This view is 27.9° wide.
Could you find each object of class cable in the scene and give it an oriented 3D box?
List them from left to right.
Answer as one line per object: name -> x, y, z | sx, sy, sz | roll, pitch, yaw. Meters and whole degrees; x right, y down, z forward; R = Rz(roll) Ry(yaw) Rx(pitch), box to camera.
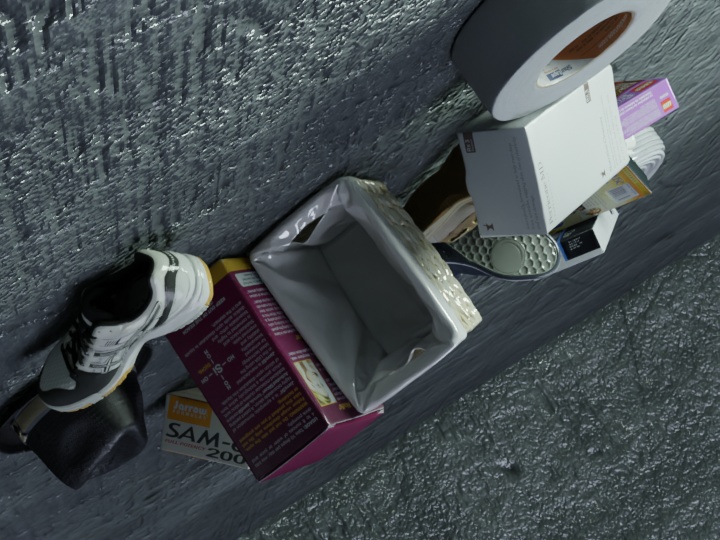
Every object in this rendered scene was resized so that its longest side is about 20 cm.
cable -> 0.321, -0.127, 1.975 | 0.200, 0.069, 0.200 | -28, 166, -27

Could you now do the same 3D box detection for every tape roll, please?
tape roll -> 0.179, -0.218, 1.276 | 0.200, 0.066, 0.200 | -32, 167, -8

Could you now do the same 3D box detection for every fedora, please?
fedora -> -0.270, 0.157, 1.464 | 0.200, 0.092, 0.201 | -33, 168, -8

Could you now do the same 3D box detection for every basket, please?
basket -> 0.011, 0.019, 1.441 | 0.135, 0.200, 0.123 | -38, 172, 18

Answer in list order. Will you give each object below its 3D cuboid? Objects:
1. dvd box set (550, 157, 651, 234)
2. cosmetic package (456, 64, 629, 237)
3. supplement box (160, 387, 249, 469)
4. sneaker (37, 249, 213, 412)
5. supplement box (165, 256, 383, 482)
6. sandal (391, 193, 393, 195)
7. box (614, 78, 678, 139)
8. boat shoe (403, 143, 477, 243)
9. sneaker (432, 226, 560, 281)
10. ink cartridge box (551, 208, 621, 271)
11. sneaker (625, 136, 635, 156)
dvd box set -> 0.234, -0.093, 1.752 | 0.200, 0.029, 0.146 | -23, 151, 23
cosmetic package -> 0.182, -0.120, 1.424 | 0.081, 0.113, 0.200 | -2, -155, 34
supplement box -> -0.144, 0.189, 1.816 | 0.126, 0.074, 0.200 | 9, -175, 23
sneaker -> -0.225, 0.045, 1.259 | 0.200, 0.076, 0.088 | -41, 151, 17
supplement box -> -0.089, 0.093, 1.444 | 0.103, 0.200, 0.131 | -39, 166, 21
sandal -> 0.000, 0.000, 1.594 | 0.079, 0.087, 0.200 | -29, 168, -32
box -> 0.237, -0.150, 1.618 | 0.200, 0.039, 0.137 | -31, -166, -14
boat shoe -> 0.125, -0.091, 1.558 | 0.069, 0.074, 0.200 | 11, 147, -34
sneaker -> 0.142, -0.024, 1.717 | 0.202, 0.077, 0.146 | 9, 176, 14
ink cartridge box -> 0.273, -0.048, 1.858 | 0.099, 0.039, 0.200 | -24, -172, 21
sneaker -> 0.250, -0.120, 1.826 | 0.200, 0.074, 0.087 | -38, 160, 24
